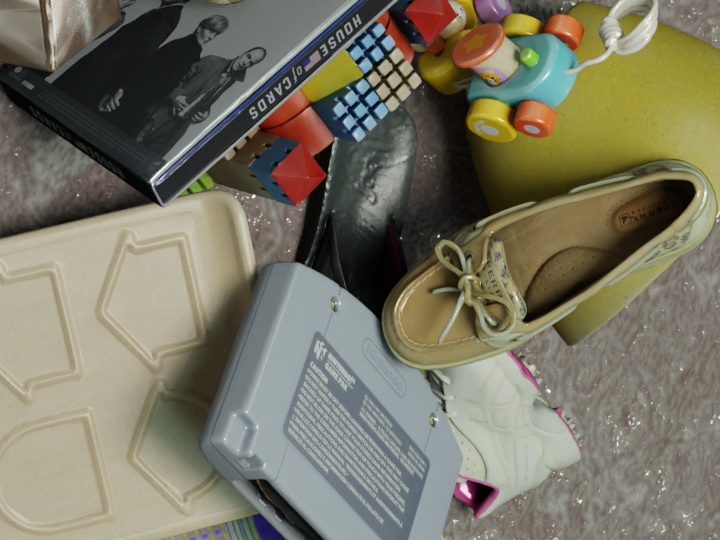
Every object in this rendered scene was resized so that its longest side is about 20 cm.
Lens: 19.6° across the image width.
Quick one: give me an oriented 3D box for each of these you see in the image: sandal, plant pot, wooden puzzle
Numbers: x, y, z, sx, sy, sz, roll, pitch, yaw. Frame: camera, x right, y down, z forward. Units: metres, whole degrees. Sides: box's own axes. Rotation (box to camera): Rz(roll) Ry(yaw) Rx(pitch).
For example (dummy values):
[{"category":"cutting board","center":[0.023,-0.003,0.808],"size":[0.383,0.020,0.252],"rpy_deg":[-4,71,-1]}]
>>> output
[{"category":"sandal","center":[-0.001,-0.001,1.242],"size":[0.075,0.048,0.202],"rpy_deg":[-2,104,-28]},{"category":"plant pot","center":[0.145,-0.075,1.251],"size":[0.142,0.200,0.200],"rpy_deg":[44,75,1]},{"category":"wooden puzzle","center":[-0.146,0.062,1.155],"size":[0.199,0.046,0.187],"rpy_deg":[-12,103,-5]}]

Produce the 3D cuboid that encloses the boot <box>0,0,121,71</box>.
[{"category":"boot","center":[-0.142,-0.211,1.107],"size":[0.185,0.064,0.202],"rpy_deg":[-11,97,-13]}]

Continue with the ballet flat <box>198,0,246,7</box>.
[{"category":"ballet flat","center":[-0.059,-0.230,1.122],"size":[0.067,0.046,0.201],"rpy_deg":[20,60,-10]}]

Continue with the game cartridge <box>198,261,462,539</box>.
[{"category":"game cartridge","center":[-0.011,0.092,1.159],"size":[0.200,0.041,0.134],"rpy_deg":[51,42,-40]}]

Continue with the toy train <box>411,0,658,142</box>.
[{"category":"toy train","center":[0.084,-0.162,1.196],"size":[0.056,0.200,0.150],"rpy_deg":[34,106,-34]}]

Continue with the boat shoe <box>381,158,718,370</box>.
[{"category":"boat shoe","center":[0.098,-0.008,1.137],"size":[0.199,0.063,0.074],"rpy_deg":[-29,82,10]}]

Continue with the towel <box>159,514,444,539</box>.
[{"category":"towel","center":[-0.044,0.161,1.211],"size":[0.199,0.023,0.144],"rpy_deg":[-10,66,-21]}]

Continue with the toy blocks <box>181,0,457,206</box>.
[{"category":"toy blocks","center":[-0.024,-0.112,1.159],"size":[0.200,0.136,0.100],"rpy_deg":[-46,117,-15]}]

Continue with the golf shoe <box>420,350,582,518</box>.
[{"category":"golf shoe","center":[0.066,0.082,1.267],"size":[0.091,0.075,0.200],"rpy_deg":[-41,133,-4]}]

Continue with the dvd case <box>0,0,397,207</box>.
[{"category":"dvd case","center":[-0.079,-0.133,1.119],"size":[0.200,0.150,0.025],"rpy_deg":[-42,137,-16]}]
